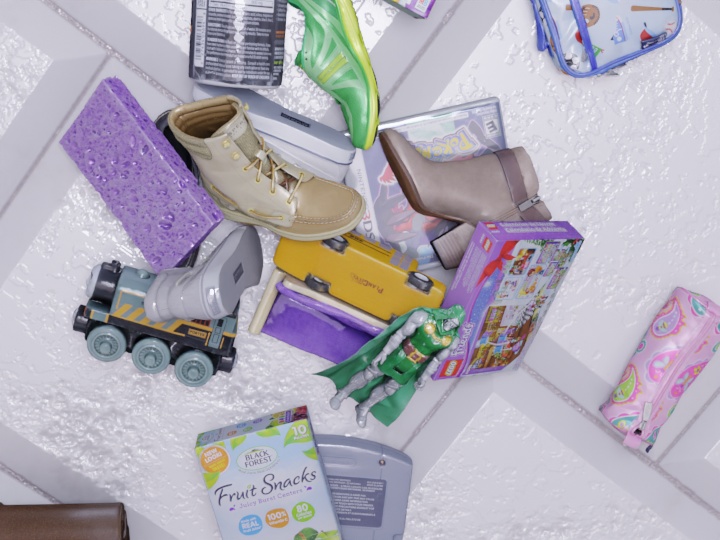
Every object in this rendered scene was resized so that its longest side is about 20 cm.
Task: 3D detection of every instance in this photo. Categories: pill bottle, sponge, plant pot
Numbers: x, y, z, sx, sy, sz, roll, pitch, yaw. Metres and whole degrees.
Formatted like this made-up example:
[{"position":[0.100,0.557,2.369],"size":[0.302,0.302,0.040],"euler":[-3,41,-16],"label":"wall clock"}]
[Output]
[{"position":[-0.129,-0.302,1.055],"size":[0.105,0.106,0.203],"euler":[4,103,-5],"label":"pill bottle"},{"position":[-0.246,-0.103,1.090],"size":[0.111,0.030,0.201],"euler":[-39,88,34],"label":"sponge"},{"position":[-0.377,0.366,1.169],"size":[0.195,0.200,0.203],"euler":[-3,104,-10],"label":"plant pot"}]

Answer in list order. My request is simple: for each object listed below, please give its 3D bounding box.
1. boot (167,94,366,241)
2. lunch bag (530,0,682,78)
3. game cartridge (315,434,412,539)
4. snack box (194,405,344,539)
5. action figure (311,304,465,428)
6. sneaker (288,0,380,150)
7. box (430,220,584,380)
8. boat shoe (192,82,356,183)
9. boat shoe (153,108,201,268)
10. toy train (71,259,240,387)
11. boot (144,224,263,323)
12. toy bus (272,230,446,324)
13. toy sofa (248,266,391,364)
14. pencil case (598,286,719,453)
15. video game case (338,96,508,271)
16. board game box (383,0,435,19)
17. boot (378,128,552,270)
[{"position":[-0.100,-0.111,1.047],"size":[0.198,0.156,0.073],"euler":[13,60,23],"label":"boot"},{"position":[0.263,-0.318,1.093],"size":[0.158,0.076,0.202],"euler":[-20,103,4],"label":"lunch bag"},{"position":[-0.036,0.276,1.240],"size":[0.197,0.041,0.135],"euler":[6,107,-5],"label":"game cartridge"},{"position":[-0.107,0.280,1.191],"size":[0.140,0.053,0.202],"euler":[-14,103,-1],"label":"snack box"},{"position":[0.047,0.100,1.097],"size":[0.118,0.055,0.200],"euler":[33,122,-20],"label":"action figure"},{"position":[-0.029,-0.229,1.099],"size":[0.083,0.074,0.202],"euler":[-18,93,3],"label":"sneaker"},{"position":[0.161,0.035,1.129],"size":[0.135,0.039,0.202],"euler":[-2,128,-34],"label":"box"},{"position":[-0.105,-0.151,1.110],"size":[0.198,0.074,0.066],"euler":[26,117,1],"label":"boat shoe"},{"position":[-0.217,-0.082,1.125],"size":[0.072,0.063,0.203],"euler":[2,105,-6],"label":"boat shoe"},{"position":[-0.232,0.058,1.142],"size":[0.198,0.085,0.115],"euler":[17,110,-10],"label":"toy train"},{"position":[-0.173,0.002,1.087],"size":[0.094,0.200,0.075],"euler":[-7,105,11],"label":"boot"},{"position":[0.000,0.000,1.130],"size":[0.198,0.078,0.066],"euler":[25,109,2],"label":"toy bus"},{"position":[-0.027,0.072,1.158],"size":[0.198,0.098,0.084],"euler":[24,101,-10],"label":"toy sofa"},{"position":[0.374,0.121,1.202],"size":[0.087,0.087,0.201],"euler":[29,100,-10],"label":"pencil case"},{"position":[0.084,-0.095,1.162],"size":[0.197,0.023,0.185],"euler":[-13,104,-1],"label":"video game case"},{"position":[0.068,-0.385,1.047],"size":[0.102,0.105,0.202],"euler":[25,102,-10],"label":"board game box"},{"position":[0.126,-0.102,1.123],"size":[0.145,0.070,0.202],"euler":[-29,105,-2],"label":"boot"}]
